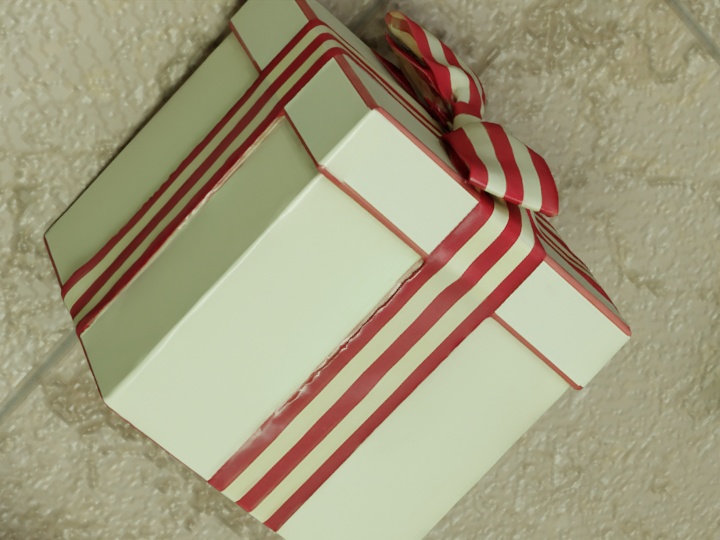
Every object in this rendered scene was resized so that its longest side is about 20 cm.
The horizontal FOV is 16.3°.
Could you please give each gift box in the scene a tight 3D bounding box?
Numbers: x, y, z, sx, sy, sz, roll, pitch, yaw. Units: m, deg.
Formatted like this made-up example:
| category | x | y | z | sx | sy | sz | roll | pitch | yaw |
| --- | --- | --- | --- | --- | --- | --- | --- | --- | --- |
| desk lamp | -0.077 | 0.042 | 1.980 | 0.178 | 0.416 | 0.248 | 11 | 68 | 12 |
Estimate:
| category | x | y | z | sx | sy | sz | roll | pitch | yaw |
| --- | --- | --- | --- | --- | --- | --- | --- | --- | --- |
| gift box | 0.000 | 0.000 | 1.078 | 0.187 | 0.185 | 0.200 | -47 | 124 | 9 |
